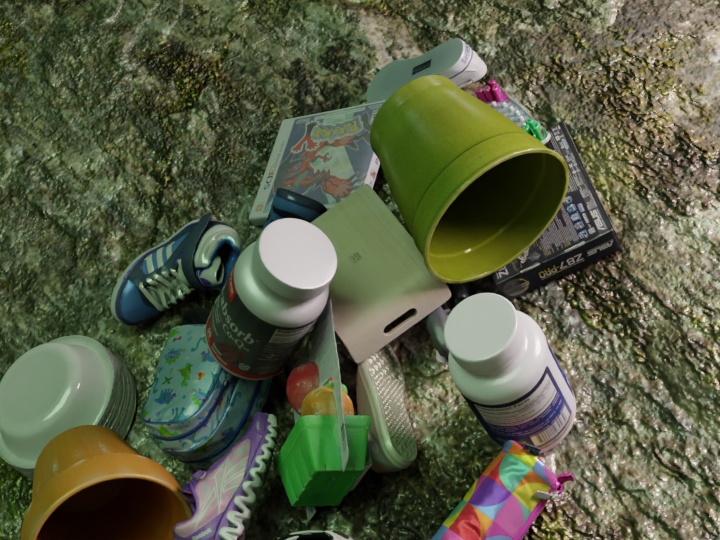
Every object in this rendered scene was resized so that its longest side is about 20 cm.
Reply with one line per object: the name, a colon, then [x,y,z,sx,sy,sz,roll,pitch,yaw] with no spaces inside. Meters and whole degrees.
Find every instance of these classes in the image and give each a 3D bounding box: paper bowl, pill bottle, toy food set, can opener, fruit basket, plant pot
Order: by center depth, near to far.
pill bottle: [0.160,0.111,1.296,0.110,0.200,0.112,-13,52,18]
pill bottle: [-0.104,0.034,1.385,0.115,0.200,0.117,12,53,-17]
fruit basket: [-0.043,0.166,1.393,0.093,0.186,0.202,8,54,-16]
plant pot: [0.110,-0.124,1.409,0.200,0.201,0.193,-36,57,-1]
plant pot: [-0.318,0.287,1.441,0.200,0.201,0.183,-40,33,-4]
toy food set: [0.000,0.000,1.461,0.143,0.061,0.200,-34,57,-6]
can opener: [0.108,0.023,1.473,0.053,0.067,0.202,-15,52,16]
paper bowl: [-0.413,0.180,1.608,0.198,0.105,0.203,-13,54,19]

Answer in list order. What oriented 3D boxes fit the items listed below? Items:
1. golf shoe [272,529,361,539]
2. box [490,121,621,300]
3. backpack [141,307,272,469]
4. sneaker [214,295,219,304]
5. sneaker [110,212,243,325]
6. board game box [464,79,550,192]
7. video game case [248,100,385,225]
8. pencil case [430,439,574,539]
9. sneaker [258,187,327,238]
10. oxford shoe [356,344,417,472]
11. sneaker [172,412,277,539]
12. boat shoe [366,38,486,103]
golf shoe: [-0.094,0.333,1.343,0.198,0.095,0.078,-22,51,14]
box: [0.220,-0.077,1.499,0.160,0.049,0.201,-24,49,9]
backpack: [-0.191,0.148,1.503,0.162,0.153,0.202,2,75,32]
sneaker: [-0.124,0.016,1.566,0.198,0.116,0.074,-10,55,22]
sneaker: [-0.248,0.009,1.636,0.200,0.081,0.146,-44,28,-14]
board game box: [0.131,-0.165,1.578,0.199,0.026,0.200,-33,29,4]
video game case: [-0.055,-0.153,1.692,0.198,0.023,0.184,-5,55,34]
pencil case: [0.137,0.276,1.272,0.088,0.089,0.200,31,77,39]
sneaker: [-0.095,-0.050,1.572,0.073,0.200,0.083,24,73,-3]
oxford shoe: [0.019,0.157,1.428,0.058,0.075,0.202,-40,43,31]
sneaker: [-0.157,0.247,1.372,0.088,0.081,0.202,19,59,5]
boat shoe: [0.092,-0.265,1.687,0.199,0.065,0.074,-9,59,47]
